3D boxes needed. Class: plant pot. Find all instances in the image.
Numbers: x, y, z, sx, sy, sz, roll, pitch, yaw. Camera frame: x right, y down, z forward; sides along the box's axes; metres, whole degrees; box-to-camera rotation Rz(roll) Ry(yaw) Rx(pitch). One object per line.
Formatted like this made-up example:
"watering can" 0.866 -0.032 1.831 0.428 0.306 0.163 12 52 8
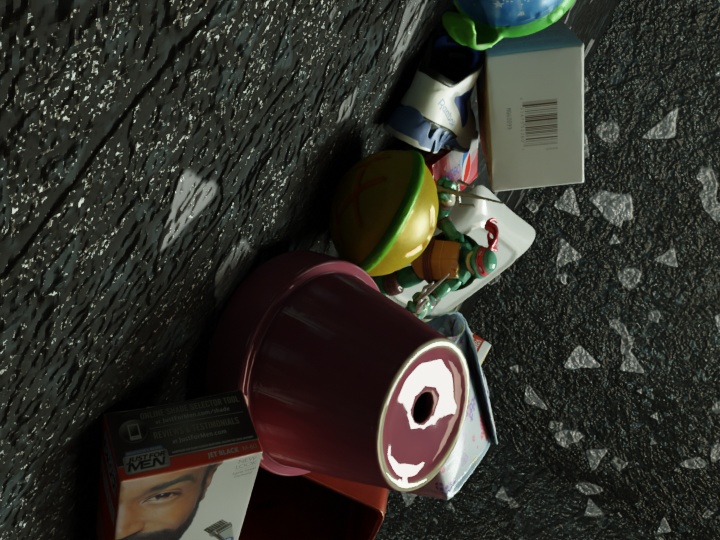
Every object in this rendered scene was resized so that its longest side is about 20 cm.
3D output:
"plant pot" -0.063 0.233 0.969 0.177 0.196 0.203 -62 174 -51
"plant pot" -0.010 0.099 0.723 0.198 0.177 0.205 -18 116 -44

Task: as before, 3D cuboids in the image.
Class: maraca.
"maraca" 0.018 -0.061 0.843 0.139 0.106 0.200 -58 -166 0

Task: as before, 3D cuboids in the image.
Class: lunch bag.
"lunch bag" 0.107 0.168 1.078 0.199 0.125 0.174 -34 114 -50

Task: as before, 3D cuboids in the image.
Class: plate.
"plate" 0.117 -0.007 1.035 0.199 0.033 0.198 -39 149 17

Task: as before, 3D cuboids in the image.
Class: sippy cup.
"sippy cup" 0.130 -0.299 0.725 0.130 0.136 0.183 30 51 -67

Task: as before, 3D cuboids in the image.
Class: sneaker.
"sneaker" 0.102 -0.200 0.917 0.117 0.080 0.199 -63 166 21

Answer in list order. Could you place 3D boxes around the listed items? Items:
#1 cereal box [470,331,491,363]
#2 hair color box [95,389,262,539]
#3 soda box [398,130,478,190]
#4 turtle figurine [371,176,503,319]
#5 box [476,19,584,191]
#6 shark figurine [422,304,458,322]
"cereal box" 0.106 0.121 1.361 0.144 0.197 0.040 -46 163 -49
"hair color box" -0.152 0.191 0.661 0.108 0.064 0.203 -7 135 -27
"soda box" 0.091 -0.126 1.019 0.200 0.068 0.065 -41 134 -59
"turtle figurine" 0.077 -0.012 0.897 0.100 0.197 0.153 30 66 -45
"box" 0.193 -0.203 0.962 0.201 0.103 0.156 -82 166 -65
"shark figurine" 0.104 0.015 1.177 0.090 0.125 0.219 -78 -176 -69
